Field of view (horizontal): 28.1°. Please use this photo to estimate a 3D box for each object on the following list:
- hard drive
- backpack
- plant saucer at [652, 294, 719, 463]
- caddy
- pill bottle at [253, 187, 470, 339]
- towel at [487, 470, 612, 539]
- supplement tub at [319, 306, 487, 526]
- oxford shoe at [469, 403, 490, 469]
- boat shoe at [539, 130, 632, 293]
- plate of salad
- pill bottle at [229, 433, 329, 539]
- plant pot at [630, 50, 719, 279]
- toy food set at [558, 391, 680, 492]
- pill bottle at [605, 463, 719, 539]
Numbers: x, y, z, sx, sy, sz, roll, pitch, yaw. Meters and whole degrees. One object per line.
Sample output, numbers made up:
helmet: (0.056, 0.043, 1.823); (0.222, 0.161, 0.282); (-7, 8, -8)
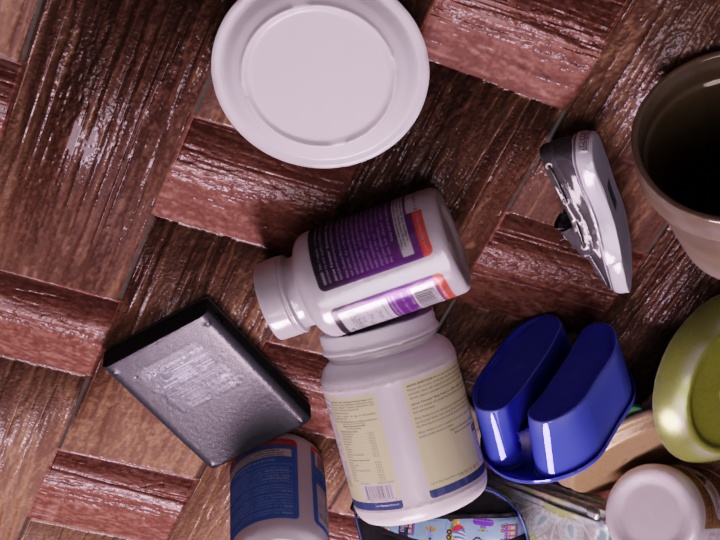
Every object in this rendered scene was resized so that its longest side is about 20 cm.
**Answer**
hard drive: (-0.165, 0.128, 1.580); (0.139, 0.033, 0.200); (-28, 126, 17)
backpack: (0.107, 0.316, 1.639); (0.200, 0.135, 0.183); (-9, 91, 22)
plant saucer: (0.401, 0.120, 1.557); (0.200, 0.031, 0.200); (-11, 112, -29)
caddy: (0.205, 0.139, 1.523); (0.141, 0.200, 0.105); (8, 132, 36)
pill bottle: (0.000, 0.000, 1.437); (0.200, 0.112, 0.112); (-19, 129, 11)
towel: (0.207, 0.341, 1.702); (0.171, 0.048, 0.200); (17, 107, 22)
supplement tub: (0.041, 0.149, 1.496); (0.145, 0.145, 0.200); (-14, 96, 7)
oxford shoe: (0.076, 0.153, 1.615); (0.200, 0.070, 0.075); (25, 94, -19)
boat shoe: (0.225, -0.054, 1.446); (0.066, 0.070, 0.200); (-6, 135, 23)
plate of salad: (-0.036, -0.186, 1.323); (0.200, 0.048, 0.200); (2, 122, 3)
pill bottle: (-0.091, 0.289, 1.611); (0.112, 0.200, 0.112); (-2, 129, -3)
plant pot: (0.364, -0.082, 1.371); (0.200, 0.200, 0.174); (-14, 146, 7)
toy food set: (0.305, 0.191, 1.625); (0.198, 0.049, 0.200); (-17, 153, -9)
pill bottle: (0.374, 0.283, 1.663); (0.114, 0.114, 0.200); (-38, 153, 24)
